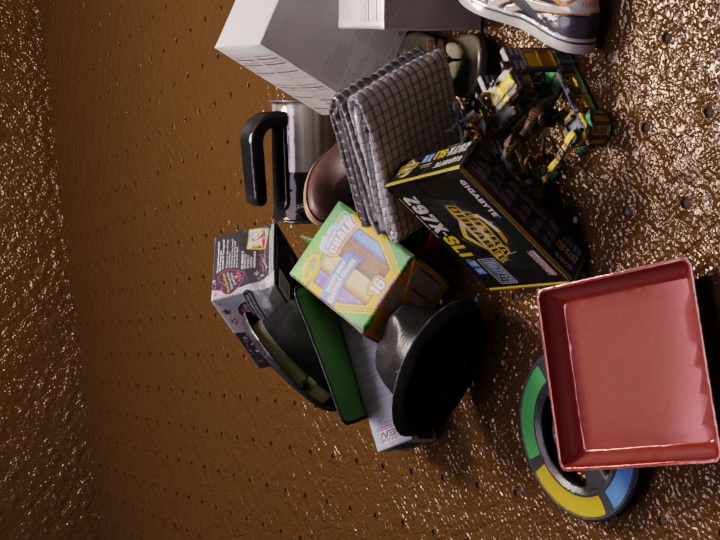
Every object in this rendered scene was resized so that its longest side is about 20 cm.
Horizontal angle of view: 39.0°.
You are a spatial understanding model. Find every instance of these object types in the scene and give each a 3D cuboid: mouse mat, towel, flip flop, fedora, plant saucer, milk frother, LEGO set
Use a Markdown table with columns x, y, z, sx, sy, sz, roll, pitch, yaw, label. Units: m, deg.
| x | y | z | sx | sy | sz | roll | pitch | yaw | label |
| --- | --- | --- | --- | --- | --- | --- | --- | --- | --- |
| -0.028 | 0.114 | 1.435 | 0.007 | 0.160 | 0.203 | -23 | 82 | 21 | mouse mat |
| 0.053 | -0.159 | 1.284 | 0.085 | 0.165 | 0.203 | 14 | 129 | 45 | towel |
| 0.100 | -0.274 | 1.329 | 0.199 | 0.057 | 0.083 | 31 | 122 | 53 | flip flop |
| -0.080 | 0.111 | 1.509 | 0.092 | 0.200 | 0.201 | -43 | 47 | 3 | fedora |
| 0.285 | 0.103 | 1.073 | 0.198 | 0.036 | 0.204 | -16 | 78 | 47 | plant saucer |
| -0.067 | -0.165 | 1.554 | 0.197 | 0.180 | 0.192 | 5 | 103 | 33 | milk frother |
| 0.076 | 0.112 | 1.311 | 0.091 | 0.199 | 0.204 | 30 | 123 | 32 | fedora |
| 0.177 | -0.162 | 1.163 | 0.200 | 0.114 | 0.156 | -36 | 65 | 56 | LEGO set |

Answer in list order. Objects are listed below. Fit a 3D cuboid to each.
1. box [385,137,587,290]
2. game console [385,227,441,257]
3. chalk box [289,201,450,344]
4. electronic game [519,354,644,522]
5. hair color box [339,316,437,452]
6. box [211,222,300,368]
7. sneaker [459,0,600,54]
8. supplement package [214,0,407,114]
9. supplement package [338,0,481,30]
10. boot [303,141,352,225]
| x | y | z | sx | sy | sz | roll | pitch | yaw | label |
| --- | --- | --- | --- | --- | --- | --- | --- | --- | --- |
| 0.144 | -0.059 | 1.187 | 0.050 | 0.200 | 0.159 | -55 | 23 | -19 | box |
| 0.052 | -0.101 | 1.480 | 0.199 | 0.031 | 0.180 | -24 | 70 | 58 | game console |
| 0.000 | 0.000 | 1.390 | 0.199 | 0.124 | 0.125 | 38 | 93 | 35 | chalk box |
| 0.253 | 0.189 | 1.178 | 0.199 | 0.041 | 0.204 | 19 | 112 | 57 | electronic game |
| 0.040 | 0.155 | 1.464 | 0.060 | 0.099 | 0.203 | -23 | 73 | 21 | hair color box |
| -0.152 | 0.045 | 1.639 | 0.201 | 0.113 | 0.134 | 61 | -160 | -48 | box |
| 0.193 | -0.314 | 1.148 | 0.199 | 0.078 | 0.081 | 35 | 130 | 38 | sneaker |
| -0.065 | -0.331 | 1.418 | 0.150 | 0.198 | 0.154 | 14 | 79 | 57 | supplement package |
| 0.064 | -0.404 | 1.270 | 0.110 | 0.154 | 0.204 | 20 | 113 | 55 | supplement package |
| 0.002 | -0.166 | 1.411 | 0.166 | 0.072 | 0.202 | -32 | 27 | 55 | boot |
